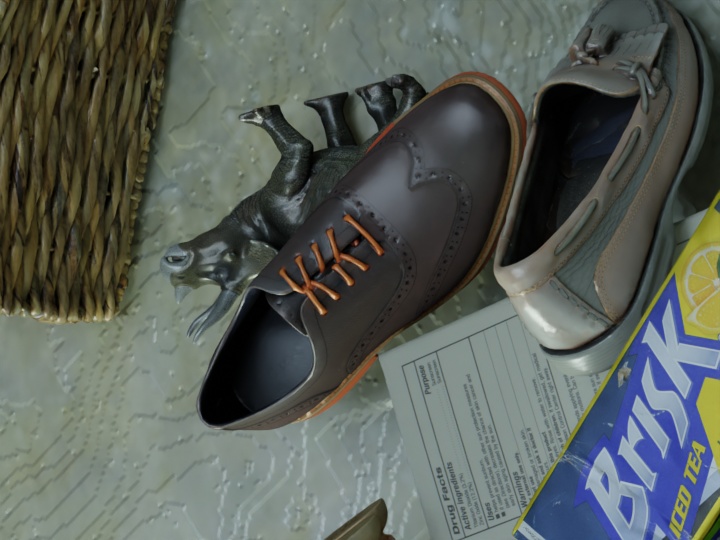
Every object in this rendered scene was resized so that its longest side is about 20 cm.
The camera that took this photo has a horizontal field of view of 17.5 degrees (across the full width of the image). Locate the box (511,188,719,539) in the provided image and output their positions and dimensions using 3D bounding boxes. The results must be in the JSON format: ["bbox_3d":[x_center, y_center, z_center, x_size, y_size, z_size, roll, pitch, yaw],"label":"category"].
[{"bbox_3d":[0.143,0.038,0.882,0.070,0.064,0.200,39,109,28],"label":"box"}]

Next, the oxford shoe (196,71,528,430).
[{"bbox_3d":[0.000,0.000,1.003,0.071,0.073,0.200,42,117,13],"label":"oxford shoe"}]

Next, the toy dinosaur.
[{"bbox_3d":[0.003,-0.034,1.080,0.200,0.077,0.103,-10,93,29],"label":"toy dinosaur"}]

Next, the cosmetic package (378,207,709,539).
[{"bbox_3d":[0.116,0.048,0.982,0.200,0.073,0.104,-24,74,32],"label":"cosmetic package"}]

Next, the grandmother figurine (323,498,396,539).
[{"bbox_3d":[0.052,0.191,0.997,0.061,0.121,0.200,-38,90,15],"label":"grandmother figurine"}]

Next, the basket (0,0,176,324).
[{"bbox_3d":[-0.199,-0.082,1.170,0.149,0.143,0.200,14,95,34],"label":"basket"}]

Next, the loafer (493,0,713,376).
[{"bbox_3d":[0.096,-0.052,0.949,0.072,0.063,0.200,-23,39,36],"label":"loafer"}]
